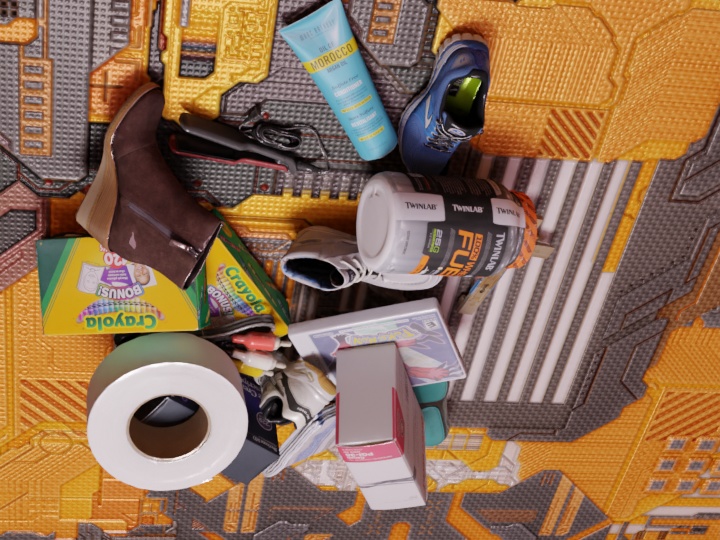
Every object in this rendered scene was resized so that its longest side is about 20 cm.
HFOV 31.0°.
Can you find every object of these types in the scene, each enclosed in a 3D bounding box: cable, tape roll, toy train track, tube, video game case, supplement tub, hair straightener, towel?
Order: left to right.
[{"bbox_3d":[-0.243,0.179,1.637,0.202,0.071,0.203,-6,121,-10],"label":"tape roll"},{"bbox_3d":[-0.184,0.096,1.654,0.200,0.050,0.097,4,136,-29],"label":"cable"},{"bbox_3d":[-0.124,-0.155,1.558,0.200,0.041,0.077,14,129,-20],"label":"hair straightener"},{"bbox_3d":[-0.041,0.228,1.853,0.200,0.024,0.147,-14,151,-52],"label":"towel"},{"bbox_3d":[-0.018,-0.220,1.518,0.077,0.050,0.200,-30,126,1],"label":"tube"},{"bbox_3d":[0.026,0.108,1.721,0.199,0.023,0.182,-11,144,12],"label":"video game case"},{"bbox_3d":[0.105,-0.054,1.576,0.200,0.123,0.123,2,132,-22],"label":"supplement tub"},{"bbox_3d":[0.182,-0.014,1.743,0.114,0.033,0.200,8,136,-25],"label":"toy train track"}]

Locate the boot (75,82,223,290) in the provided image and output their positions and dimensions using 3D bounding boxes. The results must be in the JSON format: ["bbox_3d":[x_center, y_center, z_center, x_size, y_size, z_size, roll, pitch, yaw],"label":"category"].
[{"bbox_3d":[-0.224,-0.097,1.502,0.166,0.072,0.200,29,102,13],"label":"boot"}]

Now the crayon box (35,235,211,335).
[{"bbox_3d":[-0.287,0.015,1.580,0.199,0.058,0.119,-3,95,9],"label":"crayon box"}]

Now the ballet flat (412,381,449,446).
[{"bbox_3d":[0.094,0.176,1.874,0.067,0.064,0.200,-6,137,0],"label":"ballet flat"}]

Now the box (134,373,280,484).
[{"bbox_3d":[-0.213,0.186,1.787,0.200,0.141,0.079,33,120,-33],"label":"box"}]

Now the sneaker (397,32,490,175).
[{"bbox_3d":[0.099,-0.179,1.538,0.078,0.089,0.200,8,132,-15],"label":"sneaker"}]

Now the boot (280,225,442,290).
[{"bbox_3d":[0.000,0.000,1.633,0.199,0.096,0.074,9,118,15],"label":"boot"}]

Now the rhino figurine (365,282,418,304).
[{"bbox_3d":[0.070,-0.037,1.682,0.087,0.060,0.200,20,124,-12],"label":"rhino figurine"}]

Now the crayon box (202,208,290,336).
[{"bbox_3d":[-0.188,0.024,1.688,0.119,0.058,0.200,-24,131,13],"label":"crayon box"}]

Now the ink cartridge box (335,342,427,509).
[{"bbox_3d":[0.029,0.211,1.722,0.083,0.147,0.200,-8,144,11],"label":"ink cartridge box"}]

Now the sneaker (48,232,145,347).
[{"bbox_3d":[-0.319,0.036,1.651,0.200,0.116,0.075,33,120,-32],"label":"sneaker"}]

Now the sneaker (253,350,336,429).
[{"bbox_3d":[-0.112,0.161,1.751,0.076,0.200,0.088,45,74,-21],"label":"sneaker"}]
